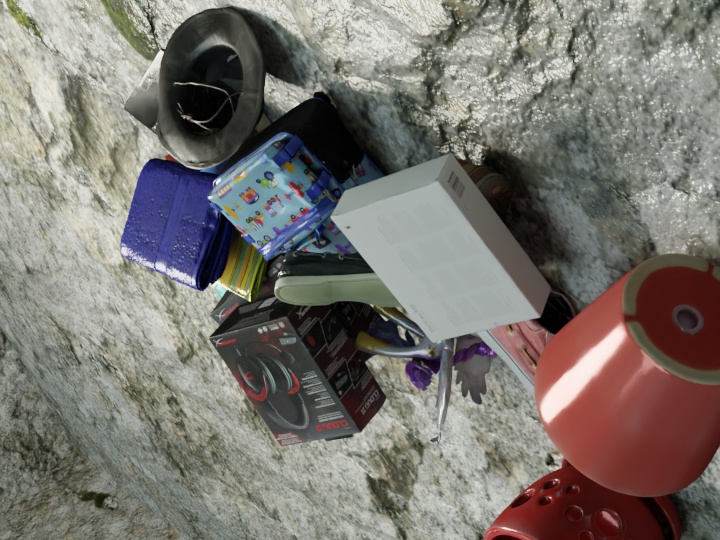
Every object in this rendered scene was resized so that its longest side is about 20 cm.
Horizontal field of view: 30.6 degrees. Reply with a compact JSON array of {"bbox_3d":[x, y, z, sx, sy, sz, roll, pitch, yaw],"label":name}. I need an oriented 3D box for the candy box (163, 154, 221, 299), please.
[{"bbox_3d":[-0.207,-0.063,1.930,0.169,0.077,0.200,54,160,32],"label":"candy box"}]

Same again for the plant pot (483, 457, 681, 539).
[{"bbox_3d":[0.282,0.329,1.617,0.200,0.182,0.201,38,155,22],"label":"plant pot"}]

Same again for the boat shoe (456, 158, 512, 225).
[{"bbox_3d":[0.118,-0.049,1.467,0.072,0.076,0.200,41,147,25],"label":"boat shoe"}]

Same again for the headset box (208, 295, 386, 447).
[{"bbox_3d":[-0.073,0.130,1.649,0.148,0.075,0.200,-15,114,41],"label":"headset box"}]

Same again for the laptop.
[{"bbox_3d":[-0.235,-0.162,1.744,0.200,0.103,0.177,38,148,-9],"label":"laptop"}]

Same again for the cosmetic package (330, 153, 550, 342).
[{"bbox_3d":[0.086,-0.019,1.402,0.150,0.052,0.200,-17,123,38],"label":"cosmetic package"}]

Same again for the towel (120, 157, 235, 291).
[{"bbox_3d":[-0.234,-0.063,1.727,0.049,0.148,0.200,16,-178,-43],"label":"towel"}]

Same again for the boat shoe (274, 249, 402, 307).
[{"bbox_3d":[0.000,0.001,1.547,0.198,0.066,0.075,-3,149,9],"label":"boat shoe"}]

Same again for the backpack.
[{"bbox_3d":[-0.059,-0.083,1.593,0.182,0.135,0.200,-27,112,41],"label":"backpack"}]

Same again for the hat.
[{"bbox_3d":[-0.164,-0.218,1.625,0.200,0.201,0.081,27,-169,38],"label":"hat"}]

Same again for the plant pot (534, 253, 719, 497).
[{"bbox_3d":[0.285,0.090,1.265,0.200,0.200,0.178,41,147,15],"label":"plant pot"}]

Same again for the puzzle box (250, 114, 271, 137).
[{"bbox_3d":[-0.154,-0.181,1.772,0.200,0.025,0.133,52,155,-9],"label":"puzzle box"}]

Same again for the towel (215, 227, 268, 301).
[{"bbox_3d":[-0.187,-0.028,1.712,0.018,0.086,0.200,11,-172,-44],"label":"towel"}]

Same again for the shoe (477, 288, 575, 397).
[{"bbox_3d":[0.221,0.092,1.498,0.200,0.072,0.091,44,145,-12],"label":"shoe"}]

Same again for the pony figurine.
[{"bbox_3d":[0.097,0.090,1.613,0.199,0.167,0.194,20,121,16],"label":"pony figurine"}]

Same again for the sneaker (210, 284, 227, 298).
[{"bbox_3d":[-0.107,0.005,1.804,0.200,0.084,0.121,-38,86,27],"label":"sneaker"}]

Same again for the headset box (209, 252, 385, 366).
[{"bbox_3d":[-0.072,0.072,1.727,0.149,0.077,0.200,-37,102,29],"label":"headset box"}]
